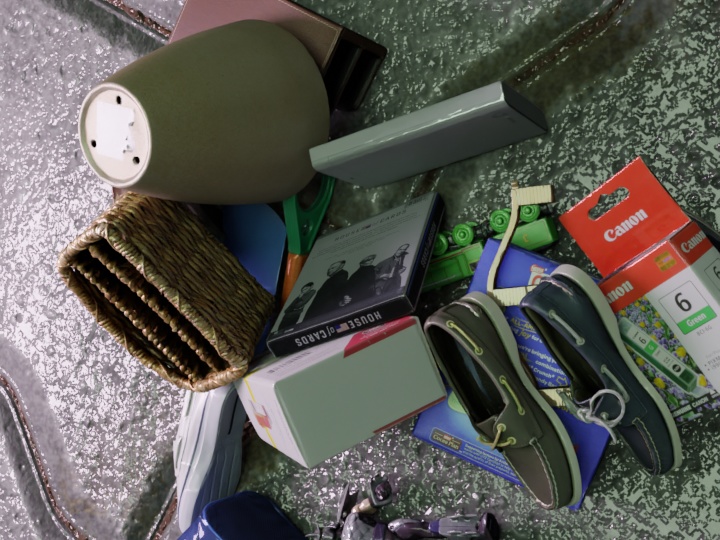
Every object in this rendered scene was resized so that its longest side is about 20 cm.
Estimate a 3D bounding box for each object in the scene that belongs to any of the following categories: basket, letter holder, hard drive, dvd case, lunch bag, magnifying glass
[{"bbox_3d":[-0.205,0.034,1.014,0.143,0.149,0.200,-37,105,22],"label":"basket"},{"bbox_3d":[-0.100,-0.225,1.112,0.200,0.100,0.142,32,103,25],"label":"letter holder"},{"bbox_3d":[0.068,-0.128,1.001,0.200,0.132,0.026,-16,79,25],"label":"hard drive"},{"bbox_3d":[0.000,0.000,1.005,0.150,0.200,0.025,-20,114,24],"label":"dvd case"},{"bbox_3d":[-0.111,0.345,1.057,0.200,0.136,0.132,42,105,21],"label":"lunch bag"},{"bbox_3d":[-0.064,-0.040,1.102,0.022,0.080,0.201,15,103,28],"label":"magnifying glass"}]

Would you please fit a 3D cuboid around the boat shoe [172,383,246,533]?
[{"bbox_3d":[-0.171,0.195,1.129,0.067,0.073,0.201,25,105,30],"label":"boat shoe"}]

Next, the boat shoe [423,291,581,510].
[{"bbox_3d":[0.120,0.119,0.881,0.202,0.060,0.072,63,147,7],"label":"boat shoe"}]

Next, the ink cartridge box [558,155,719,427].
[{"bbox_3d":[0.245,0.019,0.841,0.200,0.050,0.109,54,137,6],"label":"ink cartridge box"}]

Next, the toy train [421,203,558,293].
[{"bbox_3d":[0.104,-0.018,1.029,0.200,0.042,0.057,-21,88,24],"label":"toy train"}]

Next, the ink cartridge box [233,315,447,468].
[{"bbox_3d":[-0.027,0.106,0.970,0.145,0.200,0.084,-25,96,-17],"label":"ink cartridge box"}]

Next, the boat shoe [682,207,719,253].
[{"bbox_3d":[0.300,0.002,0.897,0.200,0.093,0.075,40,104,23],"label":"boat shoe"}]

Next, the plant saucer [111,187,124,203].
[{"bbox_3d":[-0.254,-0.078,1.159,0.034,0.200,0.201,-6,81,-18],"label":"plant saucer"}]

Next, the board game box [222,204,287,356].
[{"bbox_3d":[-0.148,0.014,1.156,0.158,0.039,0.201,7,84,31],"label":"board game box"}]

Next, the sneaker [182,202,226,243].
[{"bbox_3d":[-0.174,-0.112,1.140,0.095,0.079,0.200,-28,54,6],"label":"sneaker"}]

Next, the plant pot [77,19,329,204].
[{"bbox_3d":[-0.163,-0.140,0.977,0.187,0.200,0.188,10,108,33],"label":"plant pot"}]

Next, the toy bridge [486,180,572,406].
[{"bbox_3d":[0.146,0.021,0.903,0.067,0.027,0.201,-6,90,16],"label":"toy bridge"}]

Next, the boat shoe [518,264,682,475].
[{"bbox_3d":[0.198,0.092,0.847,0.062,0.075,0.200,-35,105,-20],"label":"boat shoe"}]

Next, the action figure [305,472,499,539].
[{"bbox_3d":[0.036,0.270,1.022,0.199,0.069,0.131,-1,74,21],"label":"action figure"}]

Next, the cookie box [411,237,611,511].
[{"bbox_3d":[0.166,0.092,0.953,0.171,0.075,0.201,23,98,14],"label":"cookie box"}]
